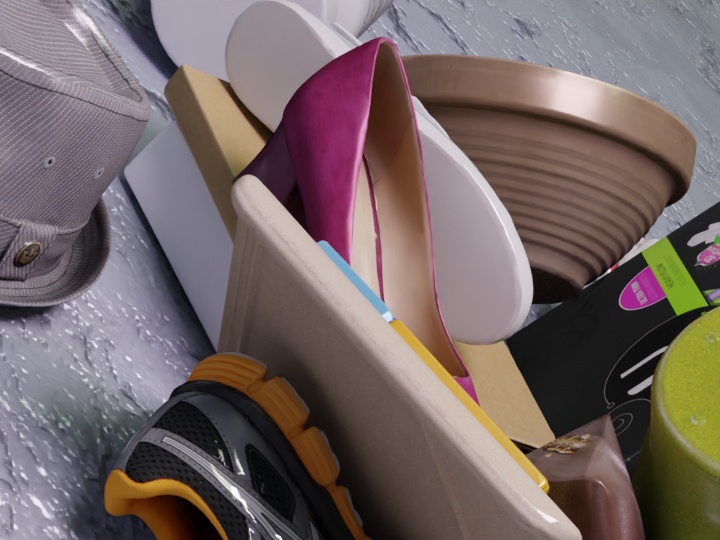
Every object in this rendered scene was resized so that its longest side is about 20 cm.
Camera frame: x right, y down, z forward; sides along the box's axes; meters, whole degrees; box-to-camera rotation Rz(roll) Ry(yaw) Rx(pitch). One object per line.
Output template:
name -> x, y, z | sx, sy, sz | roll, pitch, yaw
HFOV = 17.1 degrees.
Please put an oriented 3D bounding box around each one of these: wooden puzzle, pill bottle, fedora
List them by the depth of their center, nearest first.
wooden puzzle -> 0.011, 0.074, 0.922 | 0.185, 0.037, 0.200 | 48, -24, 22
fedora -> -0.158, -0.075, 0.972 | 0.200, 0.090, 0.177 | 17, 35, -52
pill bottle -> -0.043, -0.166, 1.323 | 0.113, 0.113, 0.200 | 45, 21, -4

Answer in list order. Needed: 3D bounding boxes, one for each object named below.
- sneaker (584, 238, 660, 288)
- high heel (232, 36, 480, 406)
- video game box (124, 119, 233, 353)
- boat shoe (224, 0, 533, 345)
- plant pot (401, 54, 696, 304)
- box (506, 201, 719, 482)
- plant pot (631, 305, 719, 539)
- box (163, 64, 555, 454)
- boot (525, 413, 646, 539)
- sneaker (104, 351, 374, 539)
sneaker -> 0.176, 0.017, 1.374 | 0.104, 0.075, 0.200 | 38, -21, -4
high heel -> 0.020, -0.001, 0.997 | 0.067, 0.096, 0.200 | 4, 45, -54
video game box -> -0.004, 0.032, 1.142 | 0.182, 0.047, 0.201 | 21, 33, -53
boat shoe -> 0.016, -0.046, 1.112 | 0.200, 0.072, 0.068 | 44, 23, 22
plant pot -> 0.077, -0.040, 1.296 | 0.200, 0.200, 0.093 | 25, 70, -44
box -> 0.176, 0.076, 1.192 | 0.125, 0.148, 0.200 | 55, 7, -20
plant pot -> 0.187, 0.117, 0.971 | 0.201, 0.199, 0.194 | -101, -177, -55
box -> 0.000, 0.000, 1.111 | 0.163, 0.021, 0.201 | 20, 35, -44
boot -> 0.102, 0.155, 0.891 | 0.186, 0.064, 0.201 | 169, -85, -72
sneaker -> -0.024, 0.131, 0.905 | 0.077, 0.078, 0.200 | -34, 87, -39
